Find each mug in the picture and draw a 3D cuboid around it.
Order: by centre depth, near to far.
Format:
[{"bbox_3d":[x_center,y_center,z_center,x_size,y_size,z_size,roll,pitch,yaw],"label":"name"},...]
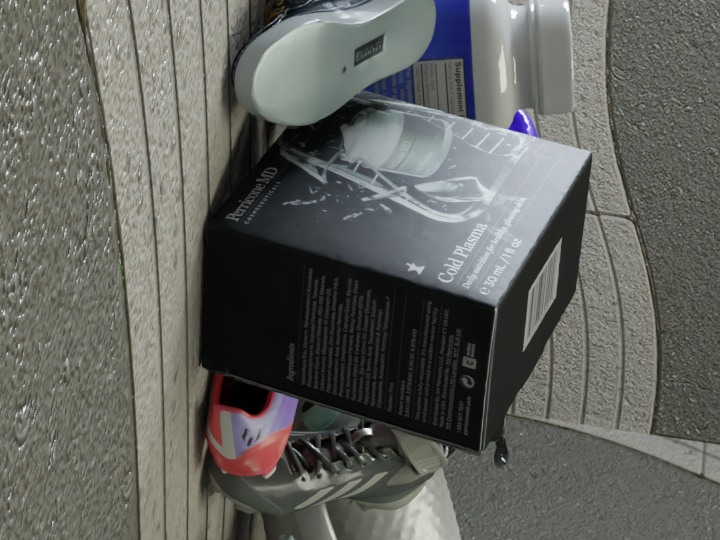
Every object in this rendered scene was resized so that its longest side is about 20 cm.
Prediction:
[{"bbox_3d":[-0.014,0.166,1.839,0.200,0.147,0.176,-35,112,-74],"label":"mug"}]

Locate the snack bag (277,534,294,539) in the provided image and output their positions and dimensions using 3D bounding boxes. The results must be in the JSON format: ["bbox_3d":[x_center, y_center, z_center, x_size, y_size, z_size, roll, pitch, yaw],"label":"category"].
[{"bbox_3d":[-0.069,0.300,1.618,0.200,0.021,0.189,-66,162,-73],"label":"snack bag"}]

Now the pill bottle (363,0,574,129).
[{"bbox_3d":[0.050,-0.147,1.705,0.112,0.199,0.113,-4,90,-86],"label":"pill bottle"}]

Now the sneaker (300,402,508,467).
[{"bbox_3d":[0.058,0.097,1.793,0.200,0.140,0.078,-39,-174,-31],"label":"sneaker"}]

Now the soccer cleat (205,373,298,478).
[{"bbox_3d":[-0.063,0.050,1.640,0.077,0.066,0.200,84,17,-48],"label":"soccer cleat"}]

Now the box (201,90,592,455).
[{"bbox_3d":[0.026,-0.006,1.567,0.200,0.196,0.124,-55,154,-50],"label":"box"}]

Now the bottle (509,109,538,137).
[{"bbox_3d":[0.117,-0.037,1.885,0.200,0.065,0.084,75,11,-49],"label":"bottle"}]

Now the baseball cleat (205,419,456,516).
[{"bbox_3d":[-0.015,0.123,1.684,0.106,0.200,0.070,-44,-119,31],"label":"baseball cleat"}]

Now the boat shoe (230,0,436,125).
[{"bbox_3d":[-0.041,-0.149,1.575,0.200,0.091,0.071,-26,128,-51],"label":"boat shoe"}]
